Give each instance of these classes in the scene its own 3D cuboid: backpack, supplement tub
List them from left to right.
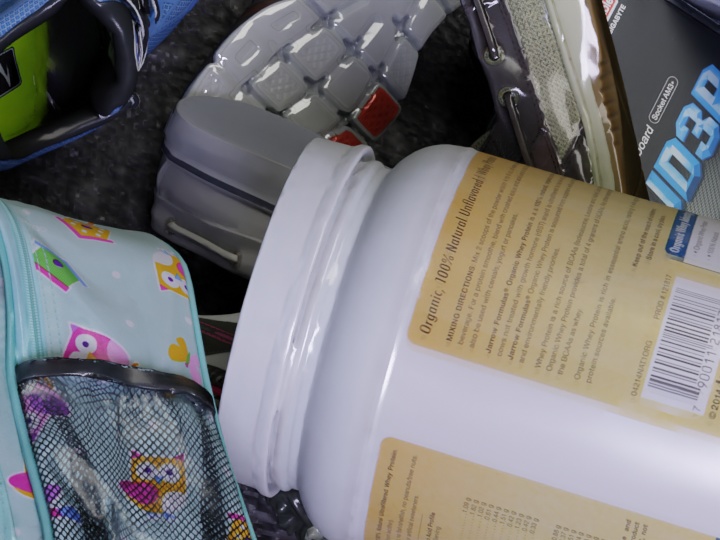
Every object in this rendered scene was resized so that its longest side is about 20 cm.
[{"bbox_3d":[-0.125,0.076,0.879,0.152,0.176,0.201,16,46,-26],"label":"backpack"},{"bbox_3d":[0.063,0.040,0.920,0.199,0.145,0.145,17,45,7],"label":"supplement tub"}]

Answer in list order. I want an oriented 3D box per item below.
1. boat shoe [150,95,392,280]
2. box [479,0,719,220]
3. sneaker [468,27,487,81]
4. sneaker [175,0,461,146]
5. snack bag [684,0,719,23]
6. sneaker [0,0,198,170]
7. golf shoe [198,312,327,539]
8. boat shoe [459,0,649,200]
[{"bbox_3d":[0.000,0.000,1.055,0.199,0.066,0.072,26,23,19],"label":"boat shoe"},{"bbox_3d":[0.116,-0.009,1.136,0.158,0.046,0.201,32,71,-7],"label":"box"},{"bbox_3d":[0.133,-0.069,1.221,0.200,0.080,0.074,38,76,-5],"label":"sneaker"},{"bbox_3d":[-0.017,-0.101,1.171,0.200,0.082,0.077,-44,113,-26],"label":"sneaker"},{"bbox_3d":[0.190,-0.092,1.200,0.188,0.021,0.200,30,2,37],"label":"snack bag"},{"bbox_3d":[-0.108,-0.090,1.067,0.200,0.089,0.079,-46,128,-40],"label":"sneaker"},{"bbox_3d":[-0.019,0.058,1.034,0.199,0.077,0.088,20,41,-19],"label":"golf shoe"},{"bbox_3d":[0.075,-0.053,1.078,0.073,0.064,0.201,-13,92,-77],"label":"boat shoe"}]
